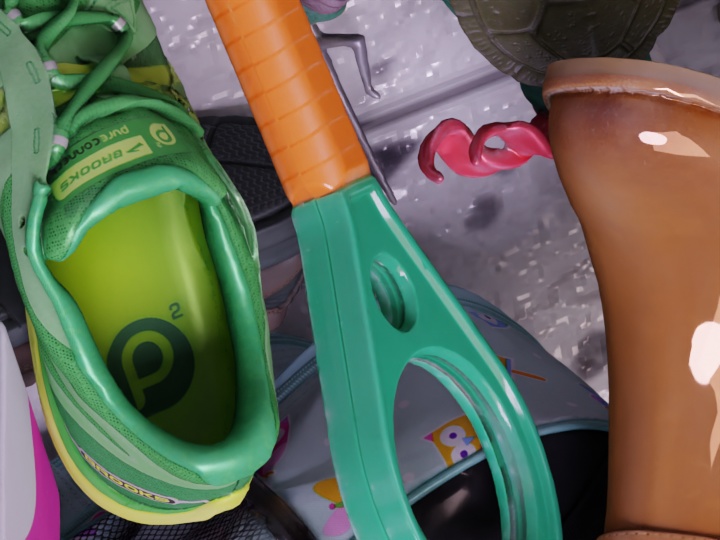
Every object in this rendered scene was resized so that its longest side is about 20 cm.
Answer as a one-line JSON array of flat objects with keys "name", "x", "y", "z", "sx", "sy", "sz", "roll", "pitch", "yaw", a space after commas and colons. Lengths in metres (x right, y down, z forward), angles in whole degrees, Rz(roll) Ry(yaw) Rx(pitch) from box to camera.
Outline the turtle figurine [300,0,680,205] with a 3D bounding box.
[{"name": "turtle figurine", "x": 0.045, "y": -0.105, "z": 0.747, "sx": 0.149, "sy": 0.101, "sz": 0.200, "roll": -21, "pitch": 125, "yaw": -16}]

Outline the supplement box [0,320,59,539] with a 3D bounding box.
[{"name": "supplement box", "x": -0.176, "y": 0.084, "z": 0.708, "sx": 0.199, "sy": 0.104, "sz": 0.101, "roll": -6, "pitch": 151, "yaw": 0}]

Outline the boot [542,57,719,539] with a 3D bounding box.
[{"name": "boot", "x": 0.082, "y": 0.051, "z": 0.730, "sx": 0.200, "sy": 0.074, "sz": 0.155, "roll": 46, "pitch": 60, "yaw": -47}]

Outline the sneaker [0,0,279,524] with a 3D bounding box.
[{"name": "sneaker", "x": -0.065, "y": -0.035, "z": 0.705, "sx": 0.074, "sy": 0.084, "sz": 0.200, "roll": -27, "pitch": 96, "yaw": -22}]

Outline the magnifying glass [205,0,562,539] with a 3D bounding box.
[{"name": "magnifying glass", "x": 0.000, "y": 0.000, "z": 0.723, "sx": 0.022, "sy": 0.201, "sz": 0.080, "roll": -19, "pitch": -177, "yaw": 30}]

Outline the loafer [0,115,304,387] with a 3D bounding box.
[{"name": "loafer", "x": -0.101, "y": 0.014, "z": 0.777, "sx": 0.199, "sy": 0.072, "sz": 0.063, "roll": -14, "pitch": 136, "yaw": -21}]

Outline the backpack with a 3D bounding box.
[{"name": "backpack", "x": -0.001, "y": 0.104, "z": 0.839, "sx": 0.200, "sy": 0.153, "sz": 0.176, "roll": -33, "pitch": 129, "yaw": -4}]

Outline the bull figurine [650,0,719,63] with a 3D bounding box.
[{"name": "bull figurine", "x": 0.135, "y": -0.024, "z": 0.836, "sx": 0.065, "sy": 0.121, "sz": 0.200, "roll": -35, "pitch": 133, "yaw": 0}]
